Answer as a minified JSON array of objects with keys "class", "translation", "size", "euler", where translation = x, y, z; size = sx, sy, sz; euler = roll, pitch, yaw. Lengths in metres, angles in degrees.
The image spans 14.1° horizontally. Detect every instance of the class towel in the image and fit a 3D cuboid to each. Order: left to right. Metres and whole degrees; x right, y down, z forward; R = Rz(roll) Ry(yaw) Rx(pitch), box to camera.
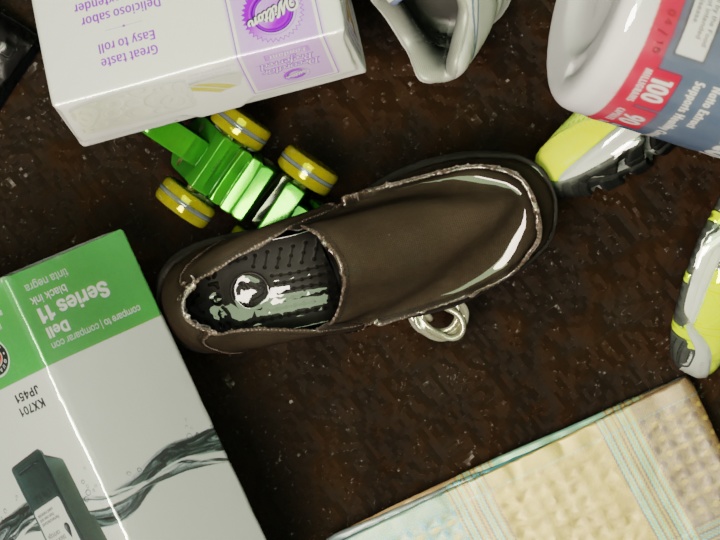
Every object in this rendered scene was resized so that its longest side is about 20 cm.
[{"class":"towel","translation":[0.103,0.157,1.446],"size":[0.200,0.022,0.147],"euler":[-26,90,3]}]

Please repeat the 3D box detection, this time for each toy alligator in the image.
[{"class":"toy alligator","translation":[-0.033,-0.027,1.437],"size":[0.200,0.054,0.059],"euler":[34,96,-5]}]

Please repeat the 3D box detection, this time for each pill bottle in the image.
[{"class":"pill bottle","translation":[0.196,-0.102,1.311],"size":[0.200,0.120,0.120],"euler":[16,93,-12]}]

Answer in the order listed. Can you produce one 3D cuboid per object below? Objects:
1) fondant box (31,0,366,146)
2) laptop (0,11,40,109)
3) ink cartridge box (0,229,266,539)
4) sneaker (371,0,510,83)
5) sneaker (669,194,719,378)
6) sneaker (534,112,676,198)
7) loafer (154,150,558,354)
[{"class":"fondant box","translation":[-0.090,-0.175,1.403],"size":[0.144,0.058,0.200],"euler":[-14,71,5]},{"class":"laptop","translation":[-0.298,-0.105,1.479],"size":[0.200,0.103,0.177],"euler":[32,95,-22]},{"class":"ink cartridge box","translation":[-0.140,0.101,1.400],"size":[0.147,0.083,0.200],"euler":[-26,89,45]},{"class":"sneaker","translation":[0.019,-0.177,1.368],"size":[0.074,0.087,0.200],"euler":[-17,124,22]},{"class":"sneaker","translation":[0.214,-0.033,1.403],"size":[0.076,0.075,0.200],"euler":[29,95,4]},{"class":"sneaker","translation":[0.145,-0.122,1.413],"size":[0.090,0.078,0.200],"euler":[41,88,10]},{"class":"loafer","translation":[0.000,0.000,1.377],"size":[0.200,0.071,0.073],"euler":[-20,98,2]}]
